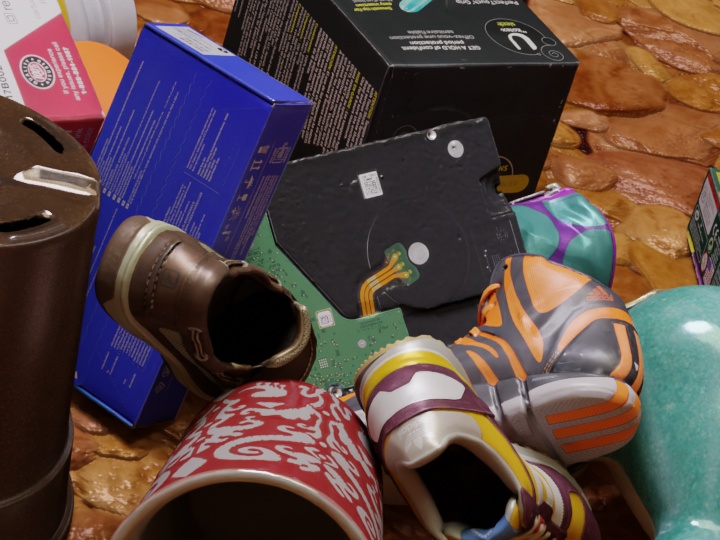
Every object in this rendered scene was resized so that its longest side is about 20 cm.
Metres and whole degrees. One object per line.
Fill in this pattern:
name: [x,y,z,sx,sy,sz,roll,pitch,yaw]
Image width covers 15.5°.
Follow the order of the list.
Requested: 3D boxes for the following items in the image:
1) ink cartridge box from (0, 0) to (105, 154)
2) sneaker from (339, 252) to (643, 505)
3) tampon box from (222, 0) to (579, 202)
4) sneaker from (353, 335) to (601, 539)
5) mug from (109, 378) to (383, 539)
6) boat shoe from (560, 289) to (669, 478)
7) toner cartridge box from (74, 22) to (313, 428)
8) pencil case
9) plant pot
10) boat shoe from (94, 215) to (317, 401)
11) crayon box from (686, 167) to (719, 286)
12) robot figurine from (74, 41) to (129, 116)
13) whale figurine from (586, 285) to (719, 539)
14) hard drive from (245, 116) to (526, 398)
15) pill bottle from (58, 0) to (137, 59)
ink cartridge box: [-0.256,-0.105,1.405,0.199,0.086,0.148,-5,56,-33]
sneaker: [0.058,0.058,1.442,0.199,0.078,0.112,-10,47,15]
tampon box: [0.021,-0.136,1.759,0.149,0.127,0.200,-4,37,-31]
sneaker: [0.065,0.123,1.351,0.200,0.075,0.090,45,17,-37]
mug: [-0.047,0.150,1.269,0.133,0.178,0.200,-3,14,4]
boat shoe: [0.128,0.064,1.548,0.075,0.069,0.200,33,35,20]
toner cartridge box: [-0.109,-0.025,1.438,0.095,0.200,0.043,33,19,25]
pencil case: [0.049,-0.009,1.601,0.199,0.093,0.085,1,-4,-24]
plant pot: [-0.218,0.026,1.307,0.200,0.199,0.200,14,30,-8]
boat shoe: [-0.060,0.033,1.356,0.075,0.075,0.202,18,-5,26]
crayon box: [0.313,0.022,1.720,0.172,0.058,0.200,12,31,-10]
robot figurine: [-0.144,-0.060,1.562,0.200,0.117,0.144,39,13,32]
whale figurine: [0.189,0.092,1.434,0.159,0.104,0.200,12,46,-5]
hard drive: [0.000,0.000,1.509,0.199,0.038,0.140,-15,86,-27]
pill bottle: [-0.242,-0.146,1.657,0.200,0.112,0.112,-14,43,-42]
